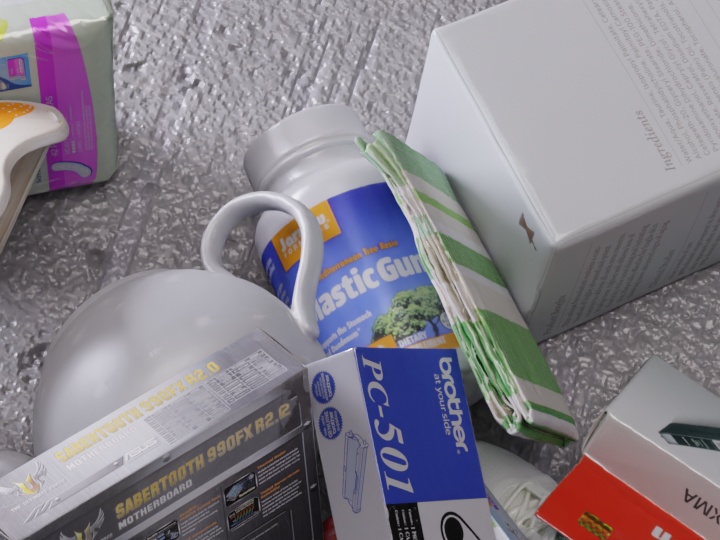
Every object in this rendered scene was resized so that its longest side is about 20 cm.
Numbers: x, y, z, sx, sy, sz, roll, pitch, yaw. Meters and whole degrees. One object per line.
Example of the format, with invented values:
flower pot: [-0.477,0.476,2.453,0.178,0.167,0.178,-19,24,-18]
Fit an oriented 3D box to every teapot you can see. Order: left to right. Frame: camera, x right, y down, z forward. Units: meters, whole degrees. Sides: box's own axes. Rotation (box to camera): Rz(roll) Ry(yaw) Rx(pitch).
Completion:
teapot: [-0.118,0.068,1.449,0.199,0.198,0.146,-15,45,-29]

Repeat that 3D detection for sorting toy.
sorting toy: [-0.249,-0.004,1.409,0.106,0.180,0.201,23,99,-20]

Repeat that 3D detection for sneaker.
sneaker: [0.122,0.163,1.474,0.200,0.080,0.070,37,70,13]

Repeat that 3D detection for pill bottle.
pill bottle: [0.000,0.000,1.517,0.111,0.112,0.201,-21,70,-14]

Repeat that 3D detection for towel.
towel: [0.067,0.014,1.447,0.023,0.152,0.201,-31,75,12]

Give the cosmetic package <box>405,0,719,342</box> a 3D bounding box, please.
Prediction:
cosmetic package: [0.158,-0.083,1.538,0.199,0.168,0.167,-23,70,-15]

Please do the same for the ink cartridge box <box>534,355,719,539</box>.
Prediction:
ink cartridge box: [0.222,0.152,1.459,0.199,0.044,0.174,35,31,10]

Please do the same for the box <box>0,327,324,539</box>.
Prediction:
box: [-0.114,0.145,1.343,0.199,0.159,0.048,-31,46,-27]

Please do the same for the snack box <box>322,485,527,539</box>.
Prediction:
snack box: [0.053,0.218,1.428,0.142,0.053,0.200,-40,74,10]

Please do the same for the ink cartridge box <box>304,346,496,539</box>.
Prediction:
ink cartridge box: [0.031,0.146,1.364,0.094,0.044,0.201,3,71,-49]

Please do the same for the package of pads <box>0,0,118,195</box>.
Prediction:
package of pads: [-0.254,-0.109,1.522,0.199,0.155,0.068,-10,52,-11]
